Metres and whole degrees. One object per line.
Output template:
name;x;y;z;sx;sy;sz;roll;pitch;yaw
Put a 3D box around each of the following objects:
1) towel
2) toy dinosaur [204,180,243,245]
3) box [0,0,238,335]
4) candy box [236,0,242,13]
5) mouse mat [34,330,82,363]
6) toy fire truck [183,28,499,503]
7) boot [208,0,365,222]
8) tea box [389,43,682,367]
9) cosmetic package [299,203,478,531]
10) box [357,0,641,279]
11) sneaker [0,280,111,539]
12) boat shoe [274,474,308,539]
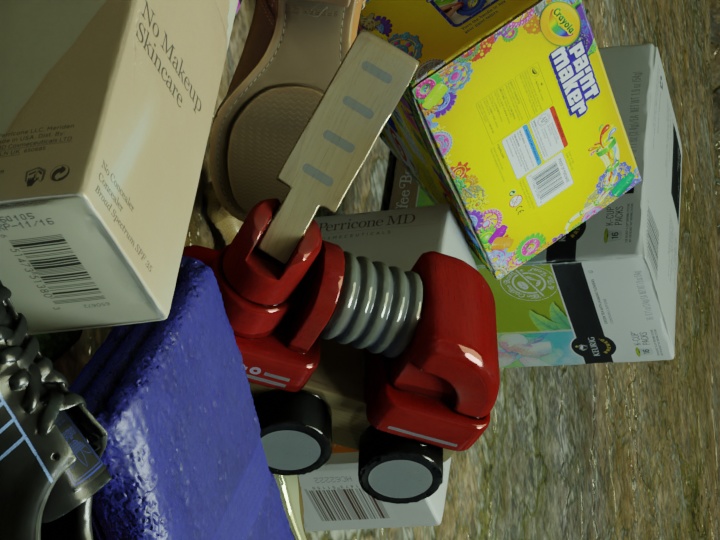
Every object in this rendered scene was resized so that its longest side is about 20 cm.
towel;-0.084;0.111;0.902;0.148;0.049;0.201;-66;148;-57
toy dinosaur;-0.055;0.035;1.121;0.101;0.058;0.201;-8;85;-56
box;-0.121;-0.080;0.877;0.095;0.077;0.201;60;30;-48
candy box;-0.096;-0.223;1.025;0.201;0.061;0.137;-72;152;-47
mouse mat;-0.175;-0.012;0.830;0.200;0.007;0.162;-53;135;-64
toy fire truck;0.000;0.000;0.979;0.200;0.175;0.129;123;-24;-44
boot;-0.033;-0.139;1.077;0.156;0.076;0.201;-79;177;-59
tea box;0.133;-0.045;1.439;0.134;0.196;0.201;63;28;-49
cosmetic package;0.007;0.059;1.198;0.071;0.101;0.201;64;27;-45
box;0.063;-0.140;1.246;0.193;0.122;0.200;52;-6;39
sneaker;-0.144;0.052;0.776;0.070;0.077;0.201;-46;129;-65
boat shoe;-0.057;0.169;1.042;0.065;0.073;0.201;-26;99;-60
